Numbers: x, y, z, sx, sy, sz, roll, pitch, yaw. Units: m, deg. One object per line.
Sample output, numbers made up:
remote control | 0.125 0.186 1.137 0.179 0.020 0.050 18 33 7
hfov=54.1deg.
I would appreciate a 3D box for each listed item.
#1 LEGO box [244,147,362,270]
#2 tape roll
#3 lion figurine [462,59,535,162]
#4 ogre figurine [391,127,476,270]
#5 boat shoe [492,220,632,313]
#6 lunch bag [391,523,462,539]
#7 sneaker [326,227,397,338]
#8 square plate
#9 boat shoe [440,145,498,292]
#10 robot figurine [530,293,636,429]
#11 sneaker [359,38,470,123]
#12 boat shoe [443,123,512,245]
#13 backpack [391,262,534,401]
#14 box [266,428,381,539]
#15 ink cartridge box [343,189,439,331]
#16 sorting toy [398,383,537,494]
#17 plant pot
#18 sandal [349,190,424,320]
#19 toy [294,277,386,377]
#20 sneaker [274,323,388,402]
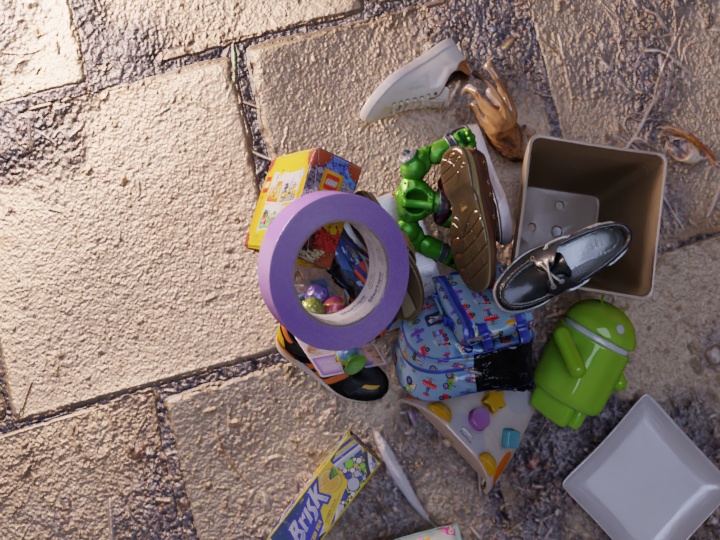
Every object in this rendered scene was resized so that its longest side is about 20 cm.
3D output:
LEGO box | -0.091 -0.090 1.047 0.076 0.199 0.153 21 85 -25
tape roll | -0.035 -0.001 0.935 0.195 0.065 0.207 -4 101 -22
lion figurine | 0.212 -0.231 1.072 0.072 0.199 0.124 -33 79 17
ogre figurine | 0.110 -0.108 1.058 0.116 0.099 0.204 1 123 -13
boat shoe | 0.267 -0.009 0.938 0.197 0.060 0.077 -34 87 -2
lunch bag | 0.096 0.493 1.042 0.166 0.122 0.205 -15 77 1
sneaker | 0.000 0.000 1.077 0.077 0.075 0.203 -31 95 -21
square plate | 0.444 0.333 1.100 0.200 0.028 0.198 -44 87 -3
boat shoe | 0.167 -0.075 0.997 0.066 0.071 0.206 -8 89 -37
robot figurine | 0.336 0.134 1.063 0.115 0.173 0.204 35 101 47
sneaker | 0.092 -0.285 1.132 0.198 0.073 0.086 -36 83 -4
boat shoe | 0.184 -0.132 1.120 0.066 0.072 0.205 -17 83 -4
backpack | 0.141 0.094 1.037 0.194 0.184 0.137 -11 126 -1
box | -0.055 0.348 1.081 0.070 0.064 0.201 38 85 3
ink cartridge box | 0.040 -0.013 1.131 0.158 0.050 0.205 -20 97 -3
sorting toy | 0.193 0.202 1.091 0.200 0.107 0.180 45 67 3
plant pot | 0.317 -0.069 1.060 0.194 0.177 0.206 8 86 0
sandal | 0.046 -0.028 1.033 0.053 0.080 0.204 -11 69 -45
toy | -0.050 0.066 1.040 0.113 0.048 0.201 -6 44 -34
sneaker | -0.042 0.133 1.078 0.197 0.091 0.071 29 62 4
